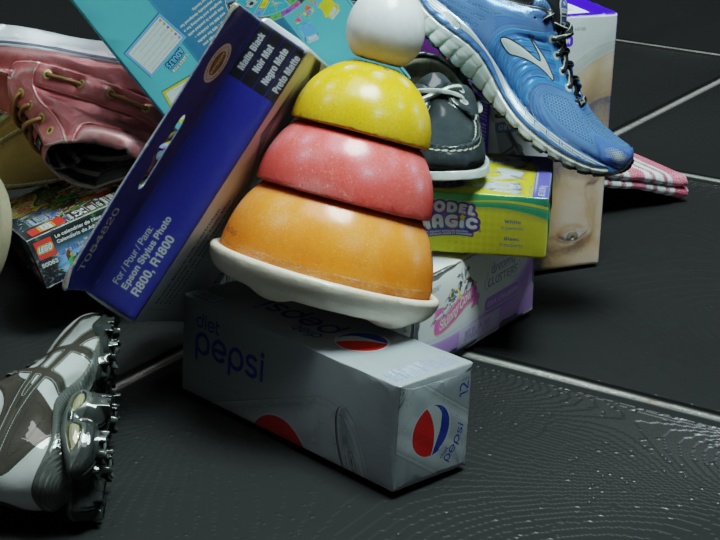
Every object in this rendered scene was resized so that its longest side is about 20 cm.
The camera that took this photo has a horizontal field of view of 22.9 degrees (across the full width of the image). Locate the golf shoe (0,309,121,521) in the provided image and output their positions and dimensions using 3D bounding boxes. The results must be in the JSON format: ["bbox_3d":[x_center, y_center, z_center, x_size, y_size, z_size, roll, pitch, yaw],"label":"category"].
[{"bbox_3d":[-0.187,0.075,1.037,0.094,0.078,0.200,0,19,-3],"label":"golf shoe"}]

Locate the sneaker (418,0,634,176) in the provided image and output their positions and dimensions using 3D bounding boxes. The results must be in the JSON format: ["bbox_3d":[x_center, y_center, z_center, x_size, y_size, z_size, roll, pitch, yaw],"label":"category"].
[{"bbox_3d":[0.124,-0.147,1.250,0.200,0.089,0.079,46,12,0],"label":"sneaker"}]

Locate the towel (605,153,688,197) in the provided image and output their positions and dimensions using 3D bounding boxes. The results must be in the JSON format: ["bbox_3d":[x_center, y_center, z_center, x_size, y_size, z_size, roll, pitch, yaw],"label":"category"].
[{"bbox_3d":[0.172,-0.096,1.558,0.199,0.030,0.146,3,17,-35],"label":"towel"}]

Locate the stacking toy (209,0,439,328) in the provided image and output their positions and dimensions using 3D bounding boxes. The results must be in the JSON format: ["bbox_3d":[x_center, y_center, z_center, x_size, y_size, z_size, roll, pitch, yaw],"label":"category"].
[{"bbox_3d":[-0.001,-0.076,1.081,0.145,0.201,0.146,15,6,-2],"label":"stacking toy"}]

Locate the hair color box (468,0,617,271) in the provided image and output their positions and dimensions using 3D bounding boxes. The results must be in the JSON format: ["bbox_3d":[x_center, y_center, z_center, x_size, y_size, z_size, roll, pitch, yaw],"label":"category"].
[{"bbox_3d":[0.131,-0.102,1.366,0.109,0.201,0.065,-8,23,-24],"label":"hair color box"}]

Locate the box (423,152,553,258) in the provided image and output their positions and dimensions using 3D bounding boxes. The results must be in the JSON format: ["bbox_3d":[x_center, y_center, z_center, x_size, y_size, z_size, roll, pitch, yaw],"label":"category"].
[{"bbox_3d":[0.033,-0.052,1.238,0.199,0.049,0.117,2,18,7],"label":"box"}]

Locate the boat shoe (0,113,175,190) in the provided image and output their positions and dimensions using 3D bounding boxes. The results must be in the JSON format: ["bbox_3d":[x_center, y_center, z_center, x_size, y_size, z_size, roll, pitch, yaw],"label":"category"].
[{"bbox_3d":[-0.197,-0.108,1.343,0.199,0.072,0.076,-25,32,-2],"label":"boat shoe"}]

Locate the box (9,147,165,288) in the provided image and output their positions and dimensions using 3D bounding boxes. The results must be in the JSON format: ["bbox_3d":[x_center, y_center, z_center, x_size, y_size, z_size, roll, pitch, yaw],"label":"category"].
[{"bbox_3d":[-0.194,-0.046,1.318,0.136,0.038,0.200,-25,15,-15],"label":"box"}]

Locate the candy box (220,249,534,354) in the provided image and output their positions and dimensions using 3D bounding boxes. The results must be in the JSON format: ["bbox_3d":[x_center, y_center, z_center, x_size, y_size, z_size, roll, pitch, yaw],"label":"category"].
[{"bbox_3d":[0.000,0.000,1.267,0.199,0.072,0.167,14,23,32],"label":"candy box"}]

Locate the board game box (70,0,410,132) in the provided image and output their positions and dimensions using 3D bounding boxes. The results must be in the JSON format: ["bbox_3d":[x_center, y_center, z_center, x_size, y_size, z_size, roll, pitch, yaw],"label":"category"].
[{"bbox_3d":[-0.085,-0.165,1.219,0.151,0.200,0.047,-38,9,6],"label":"board game box"}]

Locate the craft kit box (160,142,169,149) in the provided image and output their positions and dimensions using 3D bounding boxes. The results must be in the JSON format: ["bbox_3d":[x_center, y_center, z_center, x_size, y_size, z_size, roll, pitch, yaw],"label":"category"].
[{"bbox_3d":[-0.114,-0.074,1.512,0.197,0.049,0.199,-19,28,-38],"label":"craft kit box"}]

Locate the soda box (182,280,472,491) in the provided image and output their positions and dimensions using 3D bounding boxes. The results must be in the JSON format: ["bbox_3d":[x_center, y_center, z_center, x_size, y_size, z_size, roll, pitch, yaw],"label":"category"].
[{"bbox_3d":[-0.025,0.065,1.087,0.063,0.069,0.199,-14,25,-42],"label":"soda box"}]

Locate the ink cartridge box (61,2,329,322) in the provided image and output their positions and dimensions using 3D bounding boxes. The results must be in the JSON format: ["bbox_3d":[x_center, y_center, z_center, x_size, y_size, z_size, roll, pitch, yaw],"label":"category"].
[{"bbox_3d":[-0.090,-0.058,1.106,0.040,0.200,0.200,33,5,9],"label":"ink cartridge box"}]

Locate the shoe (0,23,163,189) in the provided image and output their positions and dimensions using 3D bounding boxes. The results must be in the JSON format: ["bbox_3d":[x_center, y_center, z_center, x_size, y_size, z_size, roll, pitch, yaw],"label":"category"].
[{"bbox_3d":[-0.227,-0.117,1.282,0.199,0.072,0.091,7,57,16],"label":"shoe"}]

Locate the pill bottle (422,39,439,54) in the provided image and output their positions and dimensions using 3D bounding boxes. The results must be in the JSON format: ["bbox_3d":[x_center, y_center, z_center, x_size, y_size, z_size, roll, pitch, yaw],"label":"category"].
[{"bbox_3d":[0.068,-0.172,1.501,0.112,0.113,0.200,-11,26,-30],"label":"pill bottle"}]

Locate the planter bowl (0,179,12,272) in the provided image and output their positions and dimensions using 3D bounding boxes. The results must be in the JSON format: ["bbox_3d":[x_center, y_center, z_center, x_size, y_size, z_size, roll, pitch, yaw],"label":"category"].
[{"bbox_3d":[-0.324,-0.034,1.207,0.199,0.201,0.135,15,-4,34],"label":"planter bowl"}]

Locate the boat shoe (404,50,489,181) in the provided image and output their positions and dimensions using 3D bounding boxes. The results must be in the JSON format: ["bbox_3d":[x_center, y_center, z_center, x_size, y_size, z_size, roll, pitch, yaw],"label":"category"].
[{"bbox_3d":[0.048,-0.109,1.241,0.075,0.061,0.200,0,17,-9],"label":"boat shoe"}]
